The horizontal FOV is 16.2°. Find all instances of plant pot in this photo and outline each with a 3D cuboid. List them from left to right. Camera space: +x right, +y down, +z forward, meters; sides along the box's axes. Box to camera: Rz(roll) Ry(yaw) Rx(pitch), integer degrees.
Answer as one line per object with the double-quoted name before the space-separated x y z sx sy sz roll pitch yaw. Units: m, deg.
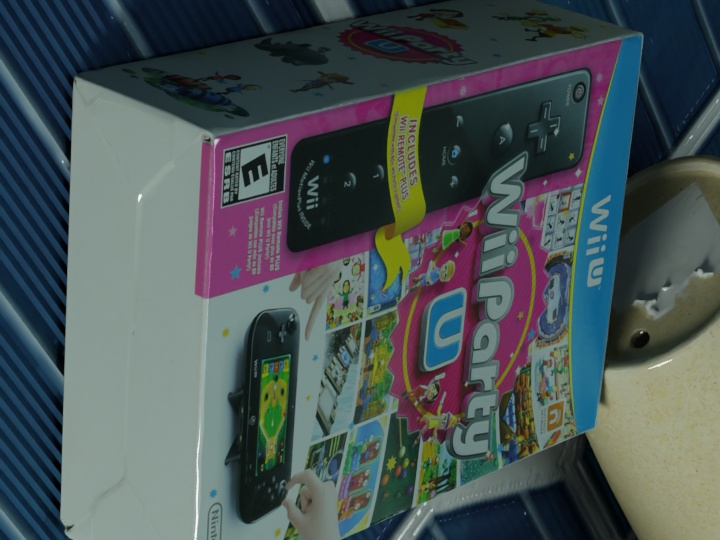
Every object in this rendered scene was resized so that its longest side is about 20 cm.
"plant pot" 0.162 0.049 0.951 0.200 0.187 0.187 43 72 -36

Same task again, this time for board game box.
"board game box" 0.000 0.000 0.803 0.200 0.064 0.148 -19 120 -46
